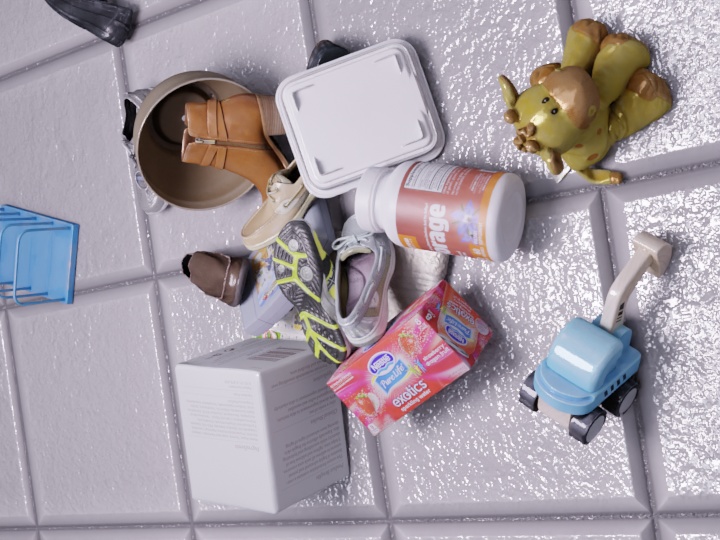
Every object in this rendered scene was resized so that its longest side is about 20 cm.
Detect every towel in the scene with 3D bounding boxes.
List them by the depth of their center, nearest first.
[{"bbox_3d":[0.028,0.016,1.660,0.199,0.034,0.133,9,100,30],"label":"towel"}]

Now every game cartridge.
[{"bbox_3d":[-0.109,-0.007,1.714,0.200,0.041,0.133,-50,31,27],"label":"game cartridge"}]

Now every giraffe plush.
[{"bbox_3d":[0.237,-0.187,1.409,0.172,0.162,0.201,34,113,30],"label":"giraffe plush"}]

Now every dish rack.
[{"bbox_3d":[-0.003,-0.203,1.603,0.199,0.044,0.172,-19,87,6],"label":"dish rack"}]

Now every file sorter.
[{"bbox_3d":[-0.599,-0.027,2.087,0.200,0.123,0.139,15,102,36],"label":"file sorter"}]

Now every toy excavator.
[{"bbox_3d":[0.286,0.074,1.424,0.100,0.194,0.200,34,141,30],"label":"toy excavator"}]

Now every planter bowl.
[{"bbox_3d":[-0.242,-0.206,1.774,0.135,0.200,0.201,51,125,54],"label":"planter bowl"}]

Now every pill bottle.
[{"bbox_3d":[0.099,-0.078,1.538,0.199,0.112,0.113,9,100,26],"label":"pill bottle"}]

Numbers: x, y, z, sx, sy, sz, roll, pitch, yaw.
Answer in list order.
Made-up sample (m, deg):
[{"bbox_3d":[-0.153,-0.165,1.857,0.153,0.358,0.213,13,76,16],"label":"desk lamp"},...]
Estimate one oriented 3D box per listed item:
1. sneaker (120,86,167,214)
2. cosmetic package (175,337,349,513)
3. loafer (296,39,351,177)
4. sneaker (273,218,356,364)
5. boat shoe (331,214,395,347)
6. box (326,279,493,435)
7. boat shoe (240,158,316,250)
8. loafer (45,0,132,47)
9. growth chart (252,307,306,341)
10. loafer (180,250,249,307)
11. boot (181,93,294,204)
[{"bbox_3d":[-0.344,-0.186,1.903,0.075,0.082,0.201,-5,91,37],"label":"sneaker"},{"bbox_3d":[-0.137,0.212,1.714,0.166,0.167,0.201,1,101,38],"label":"cosmetic package"},{"bbox_3d":[-0.054,-0.222,1.699,0.072,0.073,0.201,-123,44,-58],"label":"loafer"},{"bbox_3d":[-0.055,0.022,1.626,0.075,0.076,0.201,-7,108,35],"label":"sneaker"},{"bbox_3d":[-0.001,0.001,1.582,0.074,0.065,0.203,-14,51,24],"label":"boat shoe"},{"bbox_3d":[0.062,0.115,1.583,0.100,0.095,0.200,47,128,-4],"label":"box"},{"bbox_3d":[-0.099,-0.112,1.673,0.200,0.065,0.072,-42,36,11],"label":"boat shoe"},{"bbox_3d":[-0.437,-0.424,1.971,0.200,0.068,0.071,31,93,34],"label":"loafer"},{"bbox_3d":[-0.086,0.045,1.768,0.199,0.018,0.145,-5,90,37],"label":"growth chart"},{"bbox_3d":[-0.218,0.009,1.777,0.200,0.071,0.073,6,82,67],"label":"loafer"},{"bbox_3d":[-0.174,-0.155,1.715,0.074,0.154,0.201,-123,32,-59],"label":"boot"}]
